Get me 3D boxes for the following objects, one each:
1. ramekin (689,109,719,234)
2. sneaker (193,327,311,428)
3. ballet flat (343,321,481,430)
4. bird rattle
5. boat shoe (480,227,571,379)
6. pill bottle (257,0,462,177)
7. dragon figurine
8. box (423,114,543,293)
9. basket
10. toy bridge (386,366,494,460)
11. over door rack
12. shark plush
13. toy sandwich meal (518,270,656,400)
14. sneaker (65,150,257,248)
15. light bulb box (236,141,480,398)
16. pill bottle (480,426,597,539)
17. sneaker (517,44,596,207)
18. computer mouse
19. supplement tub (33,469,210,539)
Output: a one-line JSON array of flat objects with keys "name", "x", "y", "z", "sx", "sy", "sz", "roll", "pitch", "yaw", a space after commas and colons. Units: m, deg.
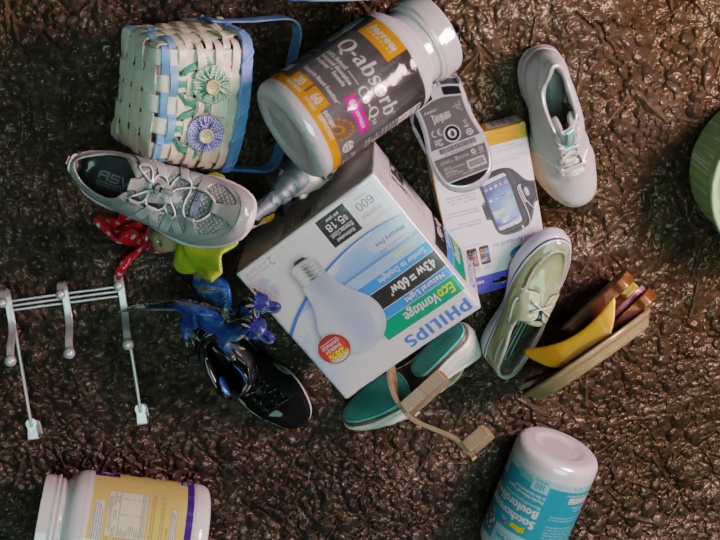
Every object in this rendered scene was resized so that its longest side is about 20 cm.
[{"name": "ramekin", "x": 0.492, "y": -0.117, "z": 1.352, "sx": 0.199, "sy": 0.098, "sz": 0.201, "roll": -3, "pitch": 112, "yaw": -8}, {"name": "sneaker", "x": -0.131, "y": 0.140, "z": 1.353, "sx": 0.073, "sy": 0.112, "sz": 0.200, "roll": -38, "pitch": 112, "yaw": 9}, {"name": "ballet flat", "x": 0.071, "y": 0.145, "z": 1.417, "sx": 0.200, "sy": 0.069, "sz": 0.069, "roll": -40, "pitch": 112, "yaw": 6}, {"name": "bird rattle", "x": -0.185, "y": -0.039, "z": 1.256, "sx": 0.163, "sy": 0.200, "sz": 0.113, "roll": -20, "pitch": 92, "yaw": -38}, {"name": "boat shoe", "x": 0.206, "y": 0.043, "z": 1.362, "sx": 0.072, "sy": 0.062, "sz": 0.201, "roll": 6, "pitch": 124, "yaw": -21}, {"name": "pill bottle", "x": 0.001, "y": -0.195, "z": 1.179, "sx": 0.200, "sy": 0.116, "sz": 0.117, "roll": -37, "pitch": 114, "yaw": -14}, {"name": "dragon figurine", "x": -0.172, "y": 0.040, "z": 1.255, "sx": 0.199, "sy": 0.059, "sz": 0.100, "roll": 21, "pitch": 146, "yaw": 17}, {"name": "box", "x": 0.151, "y": -0.074, "z": 1.351, "sx": 0.119, "sy": 0.042, "sz": 0.201, "roll": -14, "pitch": 116, "yaw": -3}, {"name": "basket", "x": -0.156, "y": -0.184, "z": 1.215, "sx": 0.200, "sy": 0.139, "sz": 0.177, "roll": -12, "pitch": 119, "yaw": -42}, {"name": "toy bridge", "x": 0.077, "y": 0.148, "z": 1.358, "sx": 0.067, "sy": 0.200, "sz": 0.027, "roll": -42, "pitch": 153, "yaw": 7}, {"name": "over door rack", "x": -0.334, "y": 0.110, "z": 1.336, "sx": 0.147, "sy": 0.067, "sz": 0.201, "roll": -7, "pitch": 113, "yaw": -5}, {"name": "shark plush", "x": -0.070, "y": -0.127, "z": 1.245, "sx": 0.083, "sy": 0.091, "sz": 0.200, "roll": 40, "pitch": 74, "yaw": -15}, {"name": "toy sandwich meal", "x": 0.267, "y": 0.078, "z": 1.371, "sx": 0.205, "sy": 0.205, "sz": 0.070, "roll": -35, "pitch": 82, "yaw": 6}, {"name": "sneaker", "x": -0.200, "y": -0.071, "z": 1.116, "sx": 0.199, "sy": 0.082, "sz": 0.075, "roll": 13, "pitch": 87, "yaw": 14}, {"name": "light bulb box", "x": 0.000, "y": 0.000, "z": 1.291, "sx": 0.198, "sy": 0.125, "sz": 0.200, "roll": -36, "pitch": 108, "yaw": 16}, {"name": "pill bottle", "x": 0.224, "y": 0.313, "z": 1.477, "sx": 0.110, "sy": 0.111, "sz": 0.201, "roll": 14, "pitch": 108, "yaw": -14}, {"name": "sneaker", "x": 0.230, "y": -0.154, "z": 1.302, "sx": 0.075, "sy": 0.089, "sz": 0.201, "roll": -22, "pitch": 114, "yaw": -1}, {"name": "computer mouse", "x": 0.085, "y": -0.180, "z": 1.271, "sx": 0.109, "sy": 0.044, "sz": 0.201, "roll": -20, "pitch": 90, "yaw": -6}, {"name": "supplement tub", "x": -0.292, "y": 0.322, "z": 1.385, "sx": 0.199, "sy": 0.145, "sz": 0.146, "roll": 10, "pitch": 110, "yaw": -12}]
